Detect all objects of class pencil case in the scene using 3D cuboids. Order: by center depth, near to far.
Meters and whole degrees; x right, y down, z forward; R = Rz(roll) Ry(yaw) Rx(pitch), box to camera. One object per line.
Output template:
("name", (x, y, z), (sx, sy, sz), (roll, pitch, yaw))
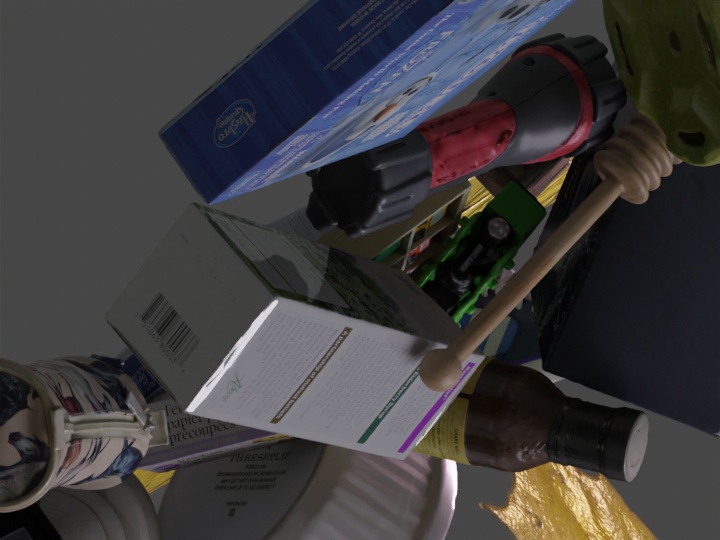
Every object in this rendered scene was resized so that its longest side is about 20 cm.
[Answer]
("pencil case", (-0.167, 0.083, 1.409), (0.089, 0.078, 0.200), (-14, 177, 9))

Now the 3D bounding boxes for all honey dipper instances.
("honey dipper", (0.100, -0.011, 1.413), (0.200, 0.038, 0.038), (-45, 177, -14))

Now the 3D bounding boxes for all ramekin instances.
("ramekin", (-0.044, 0.154, 1.683), (0.202, 0.094, 0.203), (-35, -148, 25))

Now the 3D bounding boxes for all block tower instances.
("block tower", (0.095, -0.080, 1.630), (0.054, 0.058, 0.200), (-43, 173, -3))

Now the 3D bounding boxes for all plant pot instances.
("plant pot", (0.233, -0.143, 1.380), (0.183, 0.201, 0.200), (-20, 170, -18))

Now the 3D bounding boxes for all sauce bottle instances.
("sauce bottle", (0.063, 0.080, 1.515), (0.065, 0.199, 0.065), (-45, 143, -51))

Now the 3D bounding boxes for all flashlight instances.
("flashlight", (0.059, -0.074, 1.424), (0.068, 0.068, 0.200), (12, -156, 39))

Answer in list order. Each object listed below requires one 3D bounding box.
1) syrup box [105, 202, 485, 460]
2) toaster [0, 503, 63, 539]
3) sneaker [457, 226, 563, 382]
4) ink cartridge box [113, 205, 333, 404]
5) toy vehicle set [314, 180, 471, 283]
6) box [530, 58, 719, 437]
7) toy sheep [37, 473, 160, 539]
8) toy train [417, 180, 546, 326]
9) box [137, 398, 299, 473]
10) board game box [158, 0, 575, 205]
("syrup box", (-0.030, 0.035, 1.392), (0.082, 0.079, 0.200), (-52, 147, 14))
("toaster", (-0.232, 0.205, 1.470), (0.119, 0.200, 0.181), (-43, 171, 31))
("sneaker", (0.074, 0.006, 1.735), (0.199, 0.147, 0.081), (-15, -176, 26))
("ink cartridge box", (-0.043, 0.006, 1.662), (0.200, 0.043, 0.196), (-26, 169, -47))
("toy vehicle set", (0.000, 0.000, 1.556), (0.124, 0.027, 0.200), (-36, 171, -10))
("box", (0.188, -0.039, 1.569), (0.200, 0.117, 0.198), (-89, -160, -73))
("toy sheep", (-0.186, 0.166, 1.641), (0.138, 0.138, 0.200), (-34, 174, 5))
("toy train", (0.060, 0.004, 1.608), (0.056, 0.042, 0.200), (-45, 176, -27))
("box", (-0.041, 0.081, 1.609), (0.199, 0.039, 0.041), (-14, 166, 15))
("board game box", (0.038, -0.114, 1.143), (0.200, 0.043, 0.199), (-38, 174, 28))
